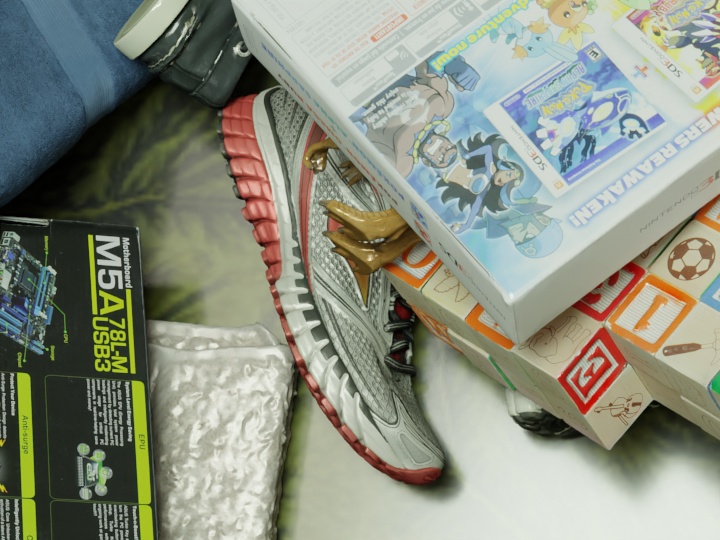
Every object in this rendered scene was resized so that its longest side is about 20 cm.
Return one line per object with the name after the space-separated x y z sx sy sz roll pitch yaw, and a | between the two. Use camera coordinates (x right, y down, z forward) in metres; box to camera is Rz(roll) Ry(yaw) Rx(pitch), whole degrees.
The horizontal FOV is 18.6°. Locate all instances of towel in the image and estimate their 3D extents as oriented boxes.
-0.101 0.120 1.004 0.132 0.034 0.201 3 78 12 | towel
-0.158 -0.104 0.991 0.048 0.200 0.112 -14 113 40 | towel

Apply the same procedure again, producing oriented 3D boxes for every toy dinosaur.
0.035 -0.047 0.905 0.200 0.060 0.106 25 71 40 | toy dinosaur

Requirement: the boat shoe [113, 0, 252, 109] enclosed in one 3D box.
-0.031 -0.154 1.031 0.066 0.074 0.200 44 60 -12 | boat shoe

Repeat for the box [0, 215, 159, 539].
-0.184 0.069 0.935 0.192 0.048 0.201 5 62 -24 | box

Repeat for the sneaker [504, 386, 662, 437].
0.150 0.001 0.962 0.199 0.078 0.090 -18 71 6 | sneaker

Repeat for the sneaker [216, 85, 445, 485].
0.000 0.000 0.990 0.082 0.078 0.201 -20 74 4 | sneaker

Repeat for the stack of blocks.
0.116 0.010 0.895 0.115 0.059 0.200 -49 47 -10 | stack of blocks

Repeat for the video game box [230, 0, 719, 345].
0.081 -0.097 0.873 0.200 0.047 0.182 -36 61 -11 | video game box
